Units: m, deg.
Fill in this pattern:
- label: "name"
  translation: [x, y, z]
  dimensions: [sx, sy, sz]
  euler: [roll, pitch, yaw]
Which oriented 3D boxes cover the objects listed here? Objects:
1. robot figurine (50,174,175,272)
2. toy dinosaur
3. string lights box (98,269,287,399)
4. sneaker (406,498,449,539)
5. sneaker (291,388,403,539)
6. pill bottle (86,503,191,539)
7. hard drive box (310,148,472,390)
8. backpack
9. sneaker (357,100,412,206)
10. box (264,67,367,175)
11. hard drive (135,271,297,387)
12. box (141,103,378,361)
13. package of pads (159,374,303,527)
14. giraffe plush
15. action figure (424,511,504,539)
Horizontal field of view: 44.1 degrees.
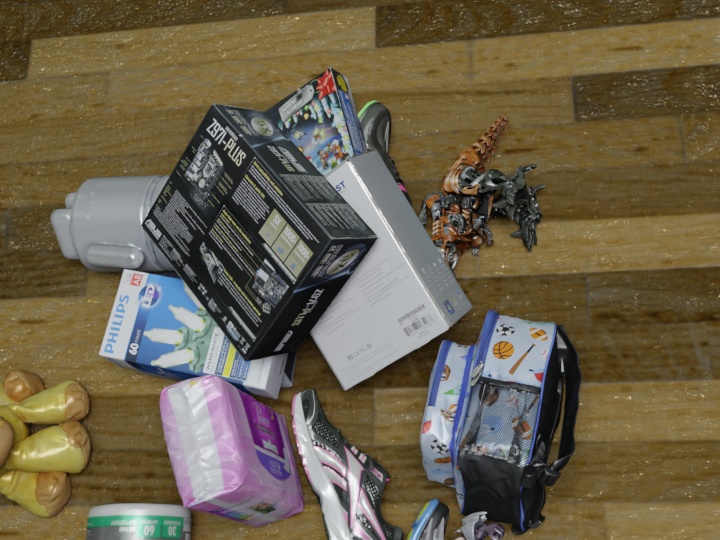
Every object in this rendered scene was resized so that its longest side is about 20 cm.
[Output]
- label: "robot figurine"
  translation: [-0.266, -0.055, 1.066]
  dimensions: [0.196, 0.114, 0.171]
  euler: [-1, 38, 11]
- label: "toy dinosaur"
  translation: [0.133, -0.085, 1.022]
  dimensions: [0.134, 0.102, 0.204]
  euler: [13, 96, 31]
- label: "string lights box"
  translation: [-0.179, 0.070, 0.993]
  dimensions: [0.196, 0.059, 0.105]
  euler: [9, 74, 12]
- label: "sneaker"
  translation: [0.079, 0.337, 0.904]
  dimensions: [0.081, 0.071, 0.204]
  euler: [0, 77, 6]
- label: "sneaker"
  translation: [-0.014, 0.222, 0.962]
  dimensions: [0.085, 0.080, 0.203]
  euler: [-19, 77, -9]
- label: "pill bottle"
  translation: [-0.235, 0.352, 0.929]
  dimensions: [0.111, 0.113, 0.204]
  euler: [-4, 71, 9]
- label: "hard drive box"
  translation: [0.000, 0.000, 0.956]
  dimensions: [0.155, 0.077, 0.202]
  euler: [-32, 89, 30]
- label: "backpack"
  translation: [0.143, 0.143, 0.901]
  dimensions: [0.152, 0.201, 0.193]
  euler: [18, 63, 14]
- label: "sneaker"
  translation: [0.025, -0.099, 1.045]
  dimensions: [0.082, 0.076, 0.204]
  euler: [-3, 80, 31]
- label: "box"
  translation: [-0.085, -0.129, 1.057]
  dimensions: [0.198, 0.040, 0.139]
  euler: [-28, 66, 28]
- label: "hard drive"
  translation: [-0.169, 0.065, 1.048]
  dimensions: [0.196, 0.042, 0.138]
  euler: [4, 73, 11]
- label: "box"
  translation: [-0.107, -0.040, 0.904]
  dimensions: [0.200, 0.086, 0.165]
  euler: [47, 116, 22]
- label: "package of pads"
  translation: [-0.129, 0.189, 0.917]
  dimensions: [0.074, 0.200, 0.122]
  euler: [-20, 66, 8]
- label: "giraffe plush"
  translation: [-0.420, 0.184, 0.990]
  dimensions: [0.196, 0.162, 0.176]
  euler: [-7, 71, 7]
- label: "action figure"
  translation: [0.130, 0.304, 0.853]
  dimensions: [0.197, 0.069, 0.132]
  euler: [22, 58, -24]
